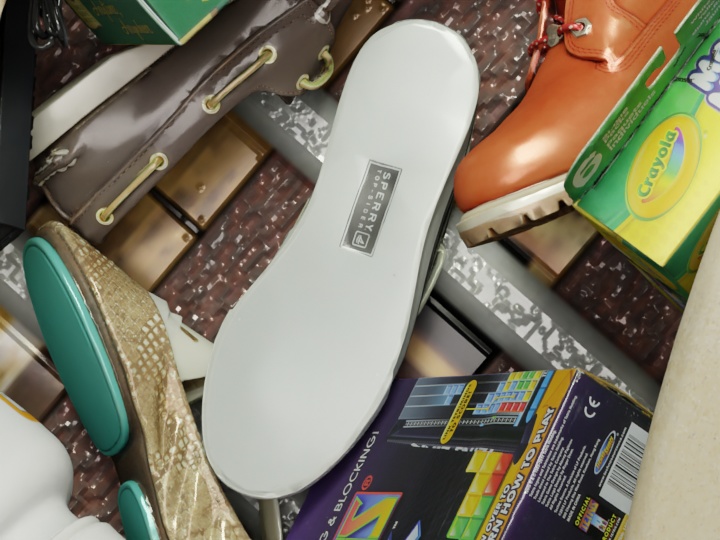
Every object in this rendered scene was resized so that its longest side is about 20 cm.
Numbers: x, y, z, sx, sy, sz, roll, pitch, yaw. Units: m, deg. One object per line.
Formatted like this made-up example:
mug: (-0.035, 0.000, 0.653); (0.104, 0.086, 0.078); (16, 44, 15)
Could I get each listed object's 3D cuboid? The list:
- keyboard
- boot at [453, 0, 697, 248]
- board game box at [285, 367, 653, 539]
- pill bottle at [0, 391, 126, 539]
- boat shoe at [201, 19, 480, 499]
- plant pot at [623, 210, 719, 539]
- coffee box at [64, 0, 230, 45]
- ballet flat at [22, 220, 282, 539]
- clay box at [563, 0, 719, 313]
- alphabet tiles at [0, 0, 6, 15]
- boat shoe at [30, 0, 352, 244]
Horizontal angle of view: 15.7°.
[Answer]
keyboard: (-0.133, -0.108, 1.015); (0.021, 0.127, 0.201); (7, 70, -21)
boot: (0.088, -0.089, 0.992); (0.200, 0.075, 0.107); (-41, 100, -32)
board game box: (0.016, 0.135, 0.956); (0.057, 0.165, 0.201); (34, 71, -23)
pill bottle: (-0.184, 0.084, 1.023); (0.200, 0.111, 0.111); (38, 91, 11)
boat shoe: (0.000, 0.000, 1.038); (0.070, 0.064, 0.201); (24, 85, 11)
plant pot: (0.194, 0.116, 0.915); (0.199, 0.200, 0.178); (27, 87, 26)
coffee box: (-0.027, -0.165, 1.003); (0.200, 0.123, 0.044); (-44, 107, -12)
ballet flat: (-0.075, 0.069, 1.053); (0.065, 0.070, 0.201); (-19, 88, -23)
clay box: (0.147, -0.038, 0.958); (0.048, 0.200, 0.115); (38, 91, 25)
alphabet tiles: (-0.140, -0.159, 1.004); (0.015, 0.200, 0.197); (11, 91, -23)
boat shoe: (-0.048, -0.089, 1.049); (0.200, 0.072, 0.060); (-36, 99, 0)
